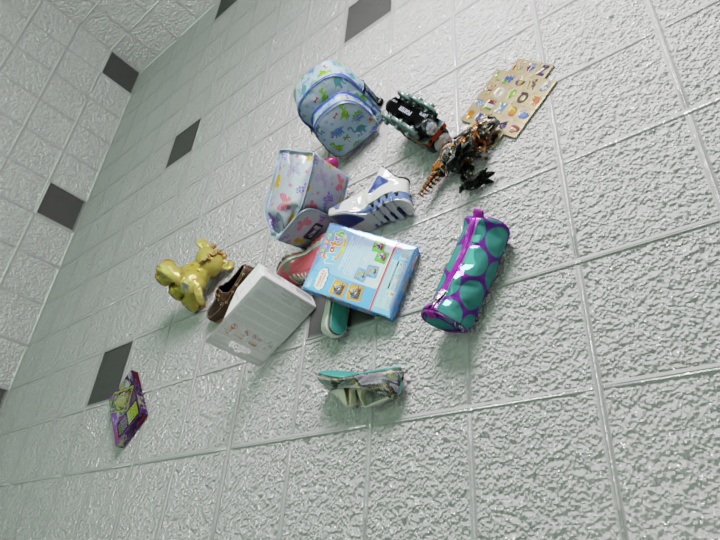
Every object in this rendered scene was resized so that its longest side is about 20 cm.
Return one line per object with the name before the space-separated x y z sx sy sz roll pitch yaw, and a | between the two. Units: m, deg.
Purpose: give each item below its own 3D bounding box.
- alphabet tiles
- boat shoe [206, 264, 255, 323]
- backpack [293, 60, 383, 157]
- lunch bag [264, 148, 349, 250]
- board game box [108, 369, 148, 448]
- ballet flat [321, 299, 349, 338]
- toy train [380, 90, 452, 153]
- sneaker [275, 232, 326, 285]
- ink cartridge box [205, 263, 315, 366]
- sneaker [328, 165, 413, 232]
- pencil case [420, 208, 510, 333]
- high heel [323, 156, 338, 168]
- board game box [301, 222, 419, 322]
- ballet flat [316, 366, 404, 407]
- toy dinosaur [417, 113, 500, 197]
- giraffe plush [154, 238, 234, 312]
alphabet tiles | 0.295 -0.341 1.091 0.201 0.006 0.166 -54 40 2
boat shoe | -0.342 0.057 1.403 0.200 0.070 0.071 -43 42 16
backpack | -0.058 -0.399 1.328 0.182 0.200 0.148 -34 44 22
lunch bag | -0.121 -0.150 1.225 0.126 0.169 0.202 15 87 29
board game box | -0.661 0.388 1.525 0.120 0.032 0.200 -48 39 2
ballet flat | -0.046 0.046 1.129 0.069 0.069 0.202 -8 60 41
toy train | 0.123 -0.315 1.154 0.085 0.114 0.200 -50 37 8
sneaker | -0.121 -0.004 1.222 0.199 0.074 0.087 -35 45 22
ink cartridge box | -0.220 0.103 1.179 0.200 0.160 0.050 -45 39 12
sneaker | 0.034 -0.159 1.179 0.198 0.081 0.116 -12 52 32
pencil case | 0.178 0.005 0.906 0.085 0.092 0.202 13 73 48
high heel | -0.114 -0.188 1.343 0.201 0.067 0.097 -53 27 26
board game box | 0.000 0.000 1.070 0.198 0.037 0.153 17 75 23
ballet flat | -0.006 0.212 0.972 0.199 0.072 0.073 -12 56 41
toy dinosaur | 0.199 -0.217 1.059 0.136 0.101 0.201 -104 37 -59
giraffe plush | -0.454 0.000 1.504 0.199 0.173 0.163 -9 36 53
